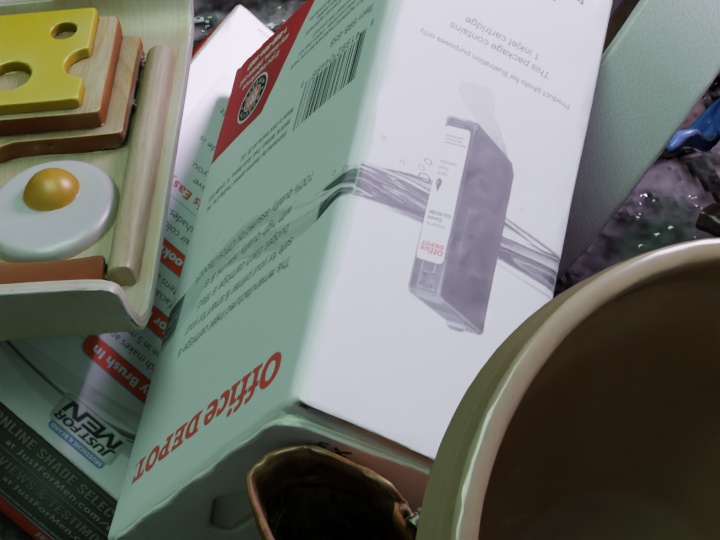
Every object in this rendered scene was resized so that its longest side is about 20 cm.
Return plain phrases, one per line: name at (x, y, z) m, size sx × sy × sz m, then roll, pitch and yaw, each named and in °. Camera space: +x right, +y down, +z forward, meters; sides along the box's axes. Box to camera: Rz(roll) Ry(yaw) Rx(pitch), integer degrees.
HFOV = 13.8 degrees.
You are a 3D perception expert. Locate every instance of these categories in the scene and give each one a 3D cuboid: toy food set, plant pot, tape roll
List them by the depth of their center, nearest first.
plant pot at (0.090, 0.097, 0.810) m, size 0.201 × 0.201 × 0.093 m, roll -42°, pitch 10°, yaw -29°
toy food set at (-0.140, -0.050, 1.034) m, size 0.143 × 0.060 × 0.200 m, roll -5°, pitch 43°, yaw 9°
tape roll at (0.108, -0.084, 1.092) m, size 0.037 × 0.203 × 0.203 m, roll 34°, pitch 52°, yaw -1°

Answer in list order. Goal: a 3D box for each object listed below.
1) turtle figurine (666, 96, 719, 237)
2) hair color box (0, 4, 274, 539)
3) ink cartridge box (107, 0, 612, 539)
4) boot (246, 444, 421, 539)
turtle figurine at (0.207, -0.051, 1.054) m, size 0.200 × 0.144 × 0.194 m, roll -28°, pitch 52°, yaw 11°
hair color box at (-0.065, 0.010, 1.082) m, size 0.111 × 0.064 × 0.200 m, roll 41°, pitch 52°, yaw -6°
ink cartridge box at (0.000, 0.000, 0.994) m, size 0.084 × 0.144 × 0.200 m, roll 25°, pitch 58°, yaw -18°
boot at (0.042, 0.145, 0.882) m, size 0.077 × 0.155 × 0.200 m, roll -31°, pitch 46°, yaw -20°
